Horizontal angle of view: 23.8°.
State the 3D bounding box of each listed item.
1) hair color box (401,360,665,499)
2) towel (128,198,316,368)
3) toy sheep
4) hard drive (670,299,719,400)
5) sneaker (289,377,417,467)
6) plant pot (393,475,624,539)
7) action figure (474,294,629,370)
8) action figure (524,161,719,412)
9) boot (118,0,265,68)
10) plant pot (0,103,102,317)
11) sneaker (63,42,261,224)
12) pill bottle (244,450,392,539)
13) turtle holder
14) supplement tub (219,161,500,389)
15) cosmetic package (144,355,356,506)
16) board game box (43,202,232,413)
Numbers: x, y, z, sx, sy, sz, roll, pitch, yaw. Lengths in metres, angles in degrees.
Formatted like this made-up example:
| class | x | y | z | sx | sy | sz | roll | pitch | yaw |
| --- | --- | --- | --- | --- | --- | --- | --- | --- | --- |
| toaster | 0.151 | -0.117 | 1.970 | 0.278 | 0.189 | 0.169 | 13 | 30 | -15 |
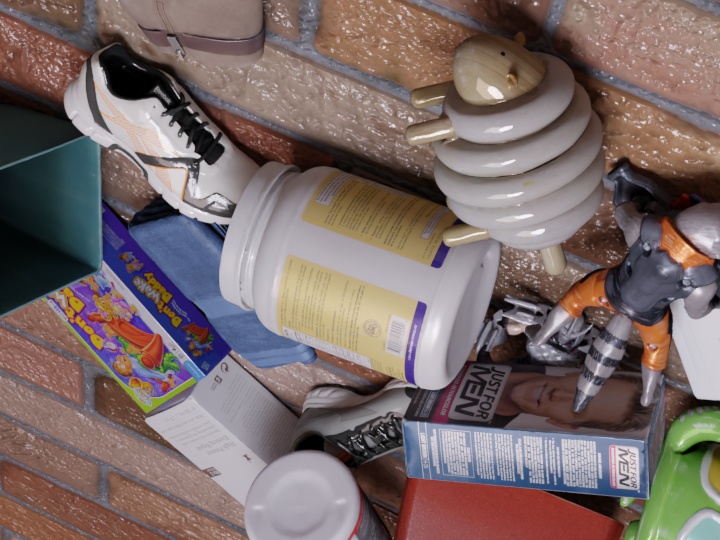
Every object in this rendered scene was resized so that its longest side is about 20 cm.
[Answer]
| class | x | y | z | sx | sy | sz | roll | pitch | yaw |
| --- | --- | --- | --- | --- | --- | --- | --- | --- | --- |
| hair color box | 0.142 | 0.126 | 1.384 | 0.198 | 0.100 | 0.061 | 3 | 120 | 17 |
| towel | -0.119 | 0.009 | 1.569 | 0.111 | 0.049 | 0.200 | -9 | 130 | 47 |
| toy sheep | 0.112 | -0.081 | 1.225 | 0.137 | 0.138 | 0.201 | 3 | 133 | 33 |
| hard drive | 0.340 | 0.056 | 1.316 | 0.199 | 0.027 | 0.132 | 3 | 136 | 34 |
| sneaker | 0.014 | 0.153 | 1.623 | 0.199 | 0.080 | 0.074 | -12 | 125 | 42 |
| plant pot | 0.113 | 0.294 | 1.579 | 0.199 | 0.177 | 0.200 | 20 | 164 | 8 |
| action figure | 0.150 | 0.092 | 1.463 | 0.130 | 0.069 | 0.200 | 34 | 142 | 4 |
| action figure | 0.235 | 0.029 | 1.264 | 0.199 | 0.105 | 0.194 | 36 | 131 | 9 |
| boot | -0.097 | -0.211 | 1.281 | 0.199 | 0.071 | 0.147 | 15 | 148 | 23 |
| plant pot | -0.351 | -0.073 | 1.539 | 0.199 | 0.141 | 0.142 | 25 | 125 | 33 |
| sneaker | -0.157 | -0.113 | 1.429 | 0.199 | 0.074 | 0.080 | 33 | 143 | -4 |
| pill bottle | -0.031 | 0.264 | 1.648 | 0.113 | 0.114 | 0.200 | 12 | 154 | 24 |
| turtle holder | 0.295 | 0.203 | 1.453 | 0.131 | 0.187 | 0.141 | 17 | 175 | 18 |
| supplement tub | 0.000 | 0.000 | 1.389 | 0.199 | 0.146 | 0.146 | 20 | 143 | 15 |
| cosmetic package | -0.113 | 0.180 | 1.751 | 0.200 | 0.074 | 0.101 | 44 | 143 | -16 |
| board game box | -0.232 | 0.035 | 1.654 | 0.200 | 0.045 | 0.134 | 49 | 142 | -7 |
